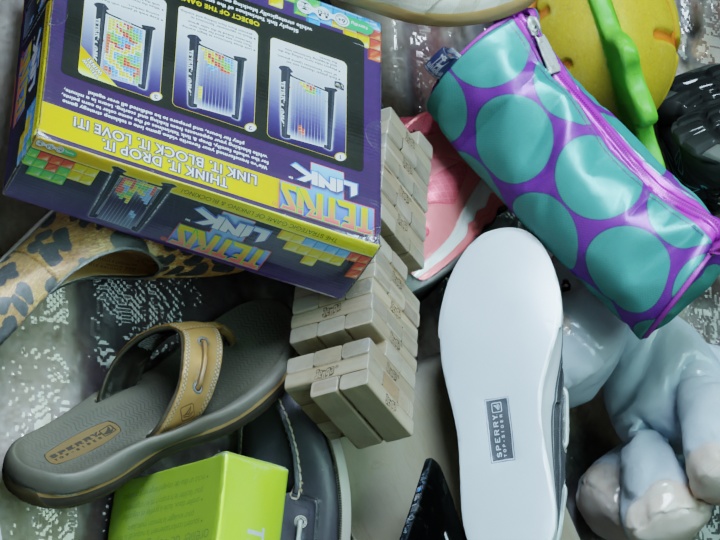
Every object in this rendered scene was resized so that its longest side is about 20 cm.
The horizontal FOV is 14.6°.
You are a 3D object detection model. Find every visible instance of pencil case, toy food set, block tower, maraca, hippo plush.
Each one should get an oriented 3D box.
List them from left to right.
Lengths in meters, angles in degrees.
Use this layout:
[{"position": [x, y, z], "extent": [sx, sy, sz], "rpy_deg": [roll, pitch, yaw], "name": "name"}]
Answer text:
[{"position": [0.000, 0.000, 1.562], "extent": [0.058, 0.054, 0.201], "rpy_deg": [51, 34, -42], "name": "block tower"}, {"position": [0.045, 0.154, 1.624], "extent": [0.143, 0.060, 0.201], "rpy_deg": [-19, 83, -32], "name": "toy food set"}, {"position": [0.126, -0.059, 1.607], "extent": [0.200, 0.093, 0.085], "rpy_deg": [47, 42, 11], "name": "pencil case"}, {"position": [0.145, -0.134, 1.699], "extent": [0.106, 0.201, 0.138], "rpy_deg": [-20, 133, -1], "name": "maraca"}, {"position": [0.177, 0.050, 1.671], "extent": [0.161, 0.159, 0.200], "rpy_deg": [50, 57, -14], "name": "hippo plush"}]

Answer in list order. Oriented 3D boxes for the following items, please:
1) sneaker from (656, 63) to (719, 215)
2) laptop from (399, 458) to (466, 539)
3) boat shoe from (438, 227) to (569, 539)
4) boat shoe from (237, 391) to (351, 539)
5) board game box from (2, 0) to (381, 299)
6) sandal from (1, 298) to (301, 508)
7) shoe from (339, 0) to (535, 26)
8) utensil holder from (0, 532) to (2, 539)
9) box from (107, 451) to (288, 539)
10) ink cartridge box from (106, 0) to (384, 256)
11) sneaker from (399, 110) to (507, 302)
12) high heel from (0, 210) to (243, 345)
[{"position": [0.228, -0.074, 1.734], "extent": [0.075, 0.200, 0.080], "rpy_deg": [-17, 104, 2], "name": "sneaker"}, {"position": [0.012, 0.226, 1.493], "extent": [0.200, 0.103, 0.178], "rpy_deg": [-66, 137, -70], "name": "laptop"}, {"position": [0.088, 0.078, 1.600], "extent": [0.071, 0.068, 0.201], "rpy_deg": [-8, 71, 9], "name": "boat shoe"}, {"position": [-0.048, 0.151, 1.545], "extent": [0.062, 0.072, 0.202], "rpy_deg": [-2, 84, -37], "name": "boat shoe"}, {"position": [-0.086, -0.089, 1.517], "extent": [0.199, 0.057, 0.166], "rpy_deg": [18, 49, -20], "name": "board game box"}, {"position": [-0.111, 0.060, 1.519], "extent": [0.199, 0.082, 0.055], "rpy_deg": [-27, 124, -29], "name": "sandal"}, {"position": [0.013, -0.182, 1.575], "extent": [0.199, 0.054, 0.070], "rpy_deg": [5, 53, -14], "name": "shoe"}, {"position": [-0.260, 0.095, 1.360], "extent": [0.169, 0.170, 0.201], "rpy_deg": [-2, 76, -34], "name": "utensil holder"}, {"position": [-0.096, 0.204, 1.467], "extent": [0.047, 0.122, 0.201], "rpy_deg": [18, 68, -31], "name": "box"}, {"position": [-0.084, -0.093, 1.605], "extent": [0.199, 0.039, 0.100], "rpy_deg": [-31, 97, -35], "name": "ink cartridge box"}, {"position": [0.035, -0.044, 1.666], "extent": [0.087, 0.074, 0.200], "rpy_deg": [42, 54, -1], "name": "sneaker"}, {"position": [-0.155, 0.025, 1.499], "extent": [0.199, 0.071, 0.144], "rpy_deg": [9, 66, -15], "name": "high heel"}]
